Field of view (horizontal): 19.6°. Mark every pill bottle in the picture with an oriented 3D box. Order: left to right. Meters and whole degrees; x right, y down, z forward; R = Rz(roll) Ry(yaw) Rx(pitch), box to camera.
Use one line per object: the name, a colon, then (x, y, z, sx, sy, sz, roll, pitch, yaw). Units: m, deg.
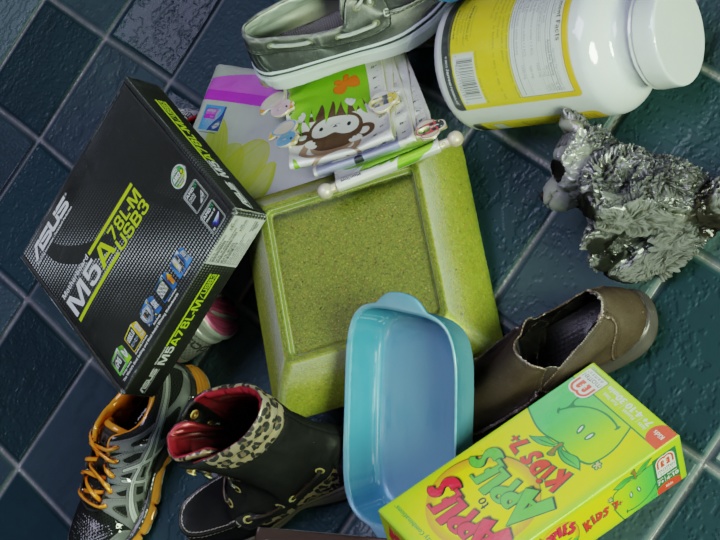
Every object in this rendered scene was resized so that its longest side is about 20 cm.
pill bottle: (0.165, -0.175, 1.647, 0.199, 0.112, 0.113, -4, 67, 38)

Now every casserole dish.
casserole dish: (0.041, 0.114, 1.602, 0.121, 0.039, 0.201, 11, 103, 45)

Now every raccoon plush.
raccoon plush: (0.235, -0.071, 1.584, 0.199, 0.097, 0.134, -8, 46, 5)

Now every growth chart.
growth chart: (-0.008, -0.131, 1.735, 0.144, 0.018, 0.200, -25, 41, 0)

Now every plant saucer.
plant saucer: (0.000, 0.000, 1.687, 0.199, 0.048, 0.201, -17, 67, 14)

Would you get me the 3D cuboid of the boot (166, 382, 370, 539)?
boot: (-0.100, 0.158, 1.676, 0.199, 0.150, 0.074, -22, 56, 30)

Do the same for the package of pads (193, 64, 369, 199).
package of pads: (-0.073, -0.093, 1.834, 0.199, 0.068, 0.155, 11, 76, 42)

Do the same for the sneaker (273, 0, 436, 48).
sneaker: (0.010, -0.241, 1.843, 0.199, 0.071, 0.080, 2, 69, 32)

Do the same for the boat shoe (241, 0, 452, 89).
boat shoe: (-0.005, -0.215, 1.745, 0.199, 0.071, 0.072, -26, 54, 7)

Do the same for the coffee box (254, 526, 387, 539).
coffee box: (0.006, 0.265, 1.583, 0.199, 0.080, 0.115, 0, 69, 39)

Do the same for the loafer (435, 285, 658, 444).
loafer: (0.128, 0.066, 1.585, 0.200, 0.071, 0.073, -37, 50, 23)

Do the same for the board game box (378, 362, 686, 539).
board game box: (0.124, 0.160, 1.498, 0.199, 0.048, 0.102, -33, 45, -16)

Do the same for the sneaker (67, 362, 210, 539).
sneaker: (-0.209, 0.164, 1.816, 0.078, 0.077, 0.201, 22, 85, 42)

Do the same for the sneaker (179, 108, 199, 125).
sneaker: (-0.203, -0.061, 1.928, 0.108, 0.067, 0.202, 5, 70, 44)

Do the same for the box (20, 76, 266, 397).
box: (-0.188, -0.028, 1.770, 0.193, 0.047, 0.200, 48, 115, 33)

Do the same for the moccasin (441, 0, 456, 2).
moccasin: (0.100, -0.278, 1.708, 0.068, 0.199, 0.081, 17, 119, 40)

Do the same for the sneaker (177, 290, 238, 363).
sneaker: (-0.195, 0.004, 1.860, 0.087, 0.074, 0.200, -44, 73, 21)
